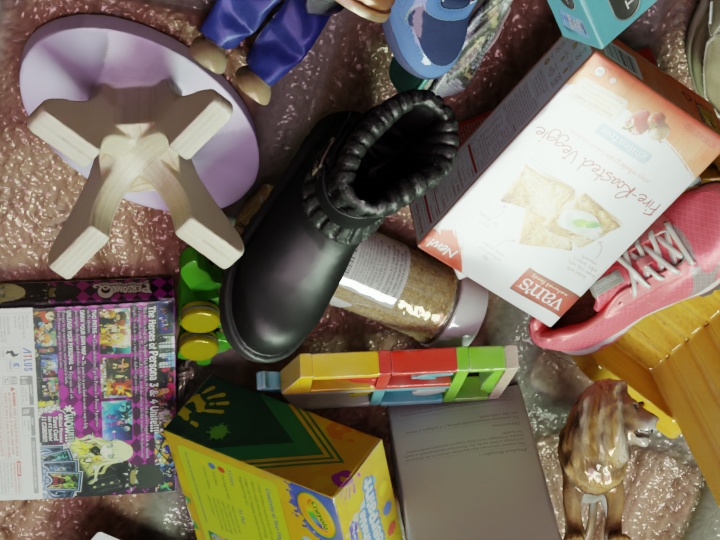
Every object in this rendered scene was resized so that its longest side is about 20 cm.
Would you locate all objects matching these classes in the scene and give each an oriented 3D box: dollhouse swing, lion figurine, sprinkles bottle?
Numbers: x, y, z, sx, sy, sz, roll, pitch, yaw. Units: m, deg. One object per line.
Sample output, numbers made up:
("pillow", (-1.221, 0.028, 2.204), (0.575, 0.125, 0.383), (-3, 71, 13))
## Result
("dollhouse swing", (0.278, 0.056, 1.745), (0.181, 0.176, 0.200), (36, 115, -29))
("lion figurine", (0.183, 0.161, 1.785), (0.072, 0.123, 0.200), (1, 166, -5))
("sprinkles bottle", (0.000, 0.000, 1.732), (0.199, 0.068, 0.068), (23, 120, -22))

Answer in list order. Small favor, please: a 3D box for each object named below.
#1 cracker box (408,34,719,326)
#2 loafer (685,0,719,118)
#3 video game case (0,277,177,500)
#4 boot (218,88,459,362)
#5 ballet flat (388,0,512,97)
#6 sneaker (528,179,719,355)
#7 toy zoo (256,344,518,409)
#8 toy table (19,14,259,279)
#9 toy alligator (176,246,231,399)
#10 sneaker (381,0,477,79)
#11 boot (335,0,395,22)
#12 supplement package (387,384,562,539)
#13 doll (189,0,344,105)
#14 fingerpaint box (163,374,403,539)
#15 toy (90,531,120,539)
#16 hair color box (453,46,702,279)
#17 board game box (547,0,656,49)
("cracker box", (0.148, -0.068, 1.633), (0.134, 0.058, 0.200), (30, 117, -26))
("loafer", (0.281, -0.175, 1.633), (0.075, 0.068, 0.201), (-6, 137, -3))
("video game case", (-0.236, 0.096, 1.788), (0.180, 0.036, 0.201), (-2, 126, -6))
("boot", (-0.019, -0.032, 1.600), (0.079, 0.158, 0.212), (27, 81, -20))
("ballet flat", (0.088, -0.206, 1.606), (0.072, 0.072, 0.201), (18, 122, -20))
("sneaker", (0.210, 0.006, 1.703), (0.200, 0.074, 0.087), (-38, 166, 25))
("toy zoo", (0.018, 0.085, 1.775), (0.199, 0.021, 0.131), (-2, 166, -5))
("toy table", (-0.156, -0.086, 1.616), (0.199, 0.117, 0.184), (24, 120, -22))
("toy alligator", (-0.113, 0.041, 1.735), (0.054, 0.060, 0.200), (0, 147, -6))
("sneaker", (0.067, -0.225, 1.526), (0.074, 0.082, 0.201), (-5, 109, -45))
("boot", (-0.001, -0.280, 1.490), (0.155, 0.077, 0.200), (-38, 84, 19))
("supplement package", (0.093, 0.205, 1.811), (0.116, 0.200, 0.118), (-8, 127, -1))
("doll", (-0.030, -0.210, 1.585), (0.136, 0.049, 0.200), (34, 114, -15))
("fingerpaint box", (-0.053, 0.196, 1.801), (0.166, 0.073, 0.201), (19, 141, 30))
("toy", (-0.174, 0.281, 1.926), (0.199, 0.047, 0.115), (27, 115, -29))
("hair color box", (0.145, -0.080, 1.698), (0.199, 0.061, 0.102), (-22, 126, 9))
("board game box", (0.192, -0.271, 1.517), (0.200, 0.047, 0.151), (-42, 126, -15))
